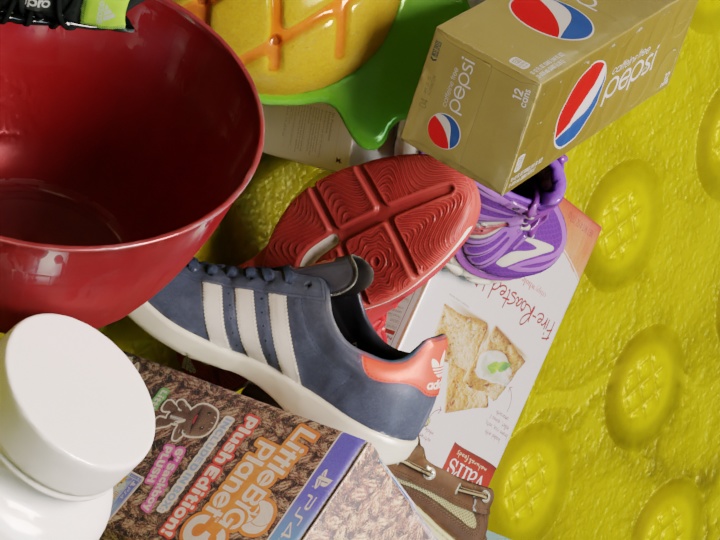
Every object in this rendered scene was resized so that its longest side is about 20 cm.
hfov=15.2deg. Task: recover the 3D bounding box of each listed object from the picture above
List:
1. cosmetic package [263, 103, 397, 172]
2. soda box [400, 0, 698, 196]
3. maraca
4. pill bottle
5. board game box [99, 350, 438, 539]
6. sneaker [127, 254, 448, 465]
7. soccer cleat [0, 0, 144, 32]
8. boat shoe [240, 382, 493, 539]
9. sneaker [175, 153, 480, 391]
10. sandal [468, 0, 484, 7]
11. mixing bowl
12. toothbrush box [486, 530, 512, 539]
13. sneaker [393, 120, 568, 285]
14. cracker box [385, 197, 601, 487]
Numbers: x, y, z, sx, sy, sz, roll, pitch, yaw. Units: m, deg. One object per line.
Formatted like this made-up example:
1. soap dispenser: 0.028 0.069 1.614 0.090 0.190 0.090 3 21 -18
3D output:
1. cosmetic package: -0.004 -0.156 1.450 0.051 0.082 0.201 1 103 -49
2. soda box: 0.103 -0.110 1.389 0.200 0.064 0.068 -34 148 -53
3. maraca: -0.031 -0.145 1.370 0.200 0.107 0.137 29 94 -11
4. pill bottle: -0.184 0.108 1.237 0.111 0.111 0.200 0 146 -49
5. board game box: -0.061 0.143 1.401 0.097 0.200 0.160 -54 137 -20
6. sneaker: -0.044 0.016 1.384 0.085 0.200 0.075 -61 172 12
7. soccer cleat: -0.148 -0.142 1.244 0.200 0.081 0.068 -17 145 -34
8. boat shoe: 0.004 0.102 1.493 0.202 0.075 0.075 41 74 -44
9. sneaker: 0.000 0.000 1.468 0.115 0.200 0.079 1 64 -60
10. sandal: 0.075 -0.149 1.559 0.206 0.059 0.079 -3 117 -43
11. mixing bowl: -0.152 -0.042 1.262 0.200 0.200 0.109 -30 149 -39
12. toothbrush box: 0.083 0.224 1.596 0.085 0.200 0.147 -56 136 -20
13. sneaker: 0.081 -0.041 1.489 0.081 0.083 0.200 -66 154 -12
14. cracker box: 0.054 0.032 1.604 0.134 0.058 0.200 33 78 -48
